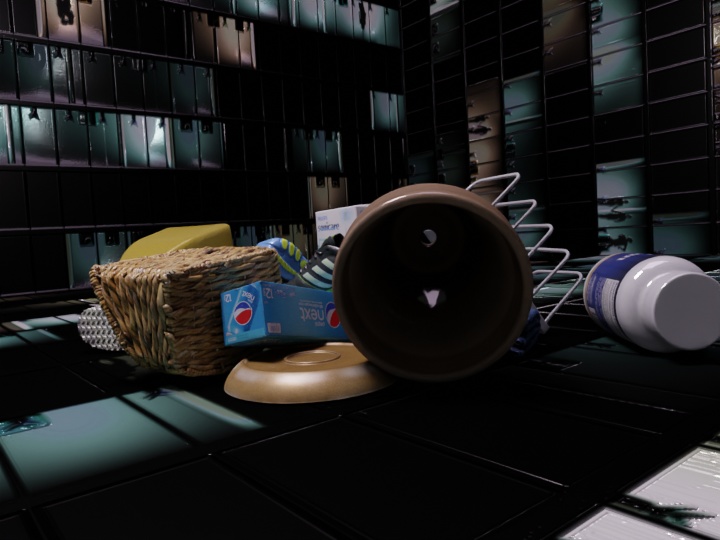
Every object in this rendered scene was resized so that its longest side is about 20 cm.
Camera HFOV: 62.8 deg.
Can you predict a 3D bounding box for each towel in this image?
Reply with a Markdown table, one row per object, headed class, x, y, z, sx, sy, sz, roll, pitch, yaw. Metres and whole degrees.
| class | x | y | z | sx | sy | sz | roll | pitch | yaw |
| --- | --- | --- | --- | --- | --- | --- | --- | --- | --- |
| towel | 0.133 | 0.079 | 0.779 | 0.197 | 0.049 | 0.111 | -3 | 4 | 28 |

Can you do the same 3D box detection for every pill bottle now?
| class | x | y | z | sx | sy | sz | roll | pitch | yaw |
| --- | --- | --- | --- | --- | --- | --- | --- | --- | --- |
| pill bottle | 0.354 | 0.037 | 0.716 | 0.109 | 0.113 | 0.200 | -3 | 4 | 4 |

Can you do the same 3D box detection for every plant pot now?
| class | x | y | z | sx | sy | sz | roll | pitch | yaw |
| --- | --- | --- | --- | --- | --- | --- | --- | --- | --- |
| plant pot | 0.077 | -0.009 | 0.646 | 0.197 | 0.204 | 0.175 | -3 | 21 | 8 |
| plant pot | -0.403 | 0.018 | 1.276 | 0.191 | 0.199 | 0.200 | -2 | 13 | 26 |
| plant pot | -0.053 | 0.108 | 0.660 | 0.196 | 0.028 | 0.200 | -4 | 4 | 0 |

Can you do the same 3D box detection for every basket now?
| class | x | y | z | sx | sy | sz | roll | pitch | yaw |
| --- | --- | --- | --- | --- | --- | --- | --- | --- | --- |
| basket | -0.211 | 0.051 | 0.749 | 0.147 | 0.145 | 0.199 | 2 | 11 | 32 |

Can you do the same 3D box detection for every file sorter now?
| class | x | y | z | sx | sy | sz | roll | pitch | yaw |
| --- | --- | --- | --- | --- | --- | --- | --- | --- | --- |
| file sorter | 0.220 | -0.027 | 0.892 | 0.124 | 0.201 | 0.138 | -42 | 16 | -15 |

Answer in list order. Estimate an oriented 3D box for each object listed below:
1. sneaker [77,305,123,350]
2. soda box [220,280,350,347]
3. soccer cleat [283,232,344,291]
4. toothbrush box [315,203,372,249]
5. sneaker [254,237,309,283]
| class | x | y | z | sx | sy | sz | roll | pitch | yaw |
| --- | --- | --- | --- | --- | --- | --- | --- | --- | --- |
| sneaker | -0.350 | 0.092 | 0.966 | 0.196 | 0.071 | 0.099 | 0 | -4 | -8 |
| soda box | -0.081 | 0.061 | 0.746 | 0.067 | 0.065 | 0.199 | -16 | -16 | 29 |
| soccer cleat | -0.047 | -0.004 | 0.841 | 0.198 | 0.082 | 0.067 | -19 | 6 | 26 |
| toothbrush box | 0.000 | 0.000 | 0.939 | 0.084 | 0.204 | 0.146 | -5 | 4 | -28 |
| sneaker | -0.111 | 0.018 | 0.998 | 0.082 | 0.071 | 0.200 | 4 | -37 | 43 |
